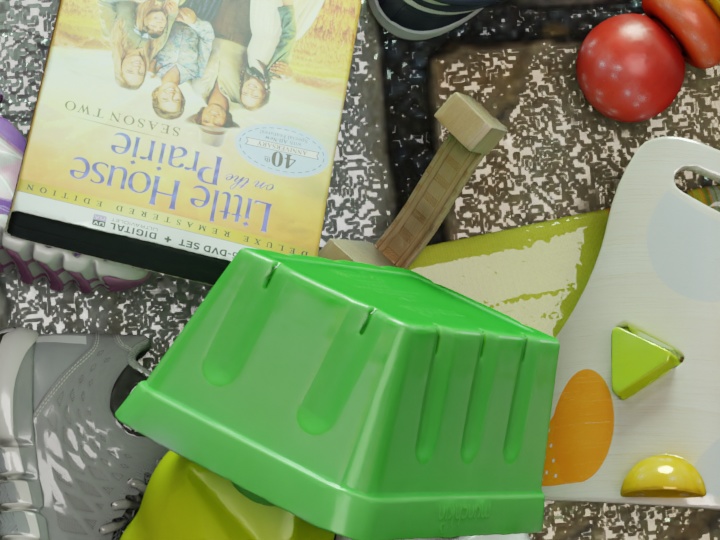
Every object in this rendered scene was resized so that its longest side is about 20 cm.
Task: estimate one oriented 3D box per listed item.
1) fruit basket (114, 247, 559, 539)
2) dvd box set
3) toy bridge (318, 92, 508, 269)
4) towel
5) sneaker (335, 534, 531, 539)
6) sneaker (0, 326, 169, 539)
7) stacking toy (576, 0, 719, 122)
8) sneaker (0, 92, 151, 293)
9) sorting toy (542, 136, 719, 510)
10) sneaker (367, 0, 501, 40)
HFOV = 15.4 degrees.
[{"bbox_3d":[-0.023,0.098,1.200,0.155,0.216,0.216,25,82,28],"label":"fruit basket"},{"bbox_3d":[-0.079,-0.091,1.274,0.146,0.029,0.200,14,61,-7],"label":"dvd box set"},{"bbox_3d":[0.000,0.000,1.286,0.027,0.067,0.200,42,102,14],"label":"toy bridge"},{"bbox_3d":[0.108,0.015,1.334,0.200,0.018,0.086,-12,81,-6],"label":"towel"},{"bbox_3d":[-0.003,0.168,1.286,0.200,0.078,0.099,-22,81,-17],"label":"sneaker"},{"bbox_3d":[-0.117,0.123,1.271,0.115,0.075,0.200,-4,85,-9],"label":"sneaker"},{"bbox_3d":[0.191,-0.147,1.331,0.200,0.085,0.085,-41,91,-1],"label":"stacking toy"},{"bbox_3d":[-0.187,-0.053,1.278,0.200,0.080,0.089,22,76,-3],"label":"sneaker"},{"bbox_3d":[0.187,0.029,1.289,0.200,0.107,0.180,5,83,-10],"label":"sorting toy"},{"bbox_3d":[0.092,-0.190,1.301,0.200,0.109,0.070,-41,91,-8],"label":"sneaker"}]
